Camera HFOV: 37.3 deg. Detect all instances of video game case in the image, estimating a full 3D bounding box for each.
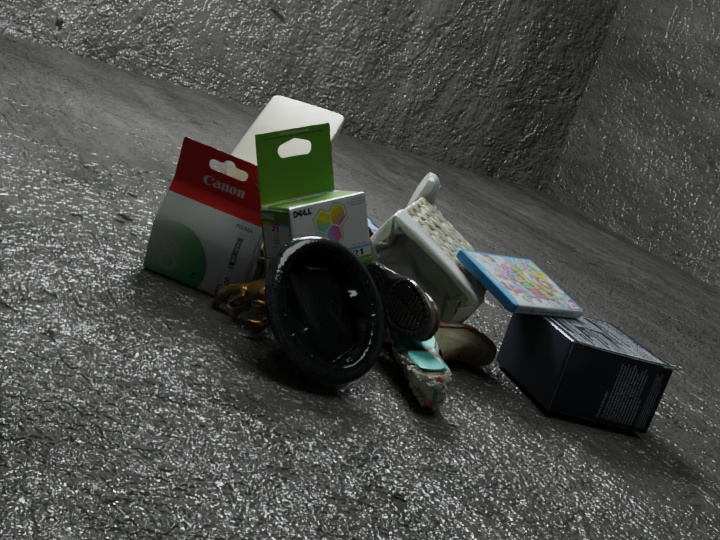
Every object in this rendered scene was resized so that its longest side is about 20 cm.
[{"bbox_3d":[0.258,0.022,1.717,0.198,0.018,0.143,7,33,-46],"label":"video game case"}]

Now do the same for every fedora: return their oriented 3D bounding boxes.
[{"bbox_3d":[-0.063,0.060,1.418,0.198,0.204,0.091,13,-27,-30],"label":"fedora"}]

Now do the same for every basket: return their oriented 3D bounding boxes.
[{"bbox_3d":[0.108,-0.004,1.744,0.200,0.136,0.123,46,35,0],"label":"basket"}]

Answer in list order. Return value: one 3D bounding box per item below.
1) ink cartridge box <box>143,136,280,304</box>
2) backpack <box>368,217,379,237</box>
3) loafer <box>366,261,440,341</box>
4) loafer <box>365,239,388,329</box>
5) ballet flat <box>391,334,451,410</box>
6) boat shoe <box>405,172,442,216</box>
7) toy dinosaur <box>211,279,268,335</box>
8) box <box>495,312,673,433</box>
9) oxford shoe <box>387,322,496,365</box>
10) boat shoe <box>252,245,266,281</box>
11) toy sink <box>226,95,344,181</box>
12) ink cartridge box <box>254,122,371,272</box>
[{"bbox_3d":[-0.218,-0.070,1.559,0.158,0.203,0.050,21,24,5],"label":"ink cartridge box"},{"bbox_3d":[-0.056,-0.054,1.878,0.180,0.137,0.199,9,17,-41],"label":"backpack"},{"bbox_3d":[0.069,0.046,1.572,0.070,0.074,0.200,27,11,-33],"label":"loafer"},{"bbox_3d":[0.000,0.000,1.684,0.069,0.204,0.070,-14,13,7],"label":"loafer"},{"bbox_3d":[0.082,0.137,1.504,0.074,0.065,0.200,1,15,-4],"label":"ballet flat"},{"bbox_3d":[0.107,-0.086,1.843,0.068,0.201,0.073,26,44,-1],"label":"boat shoe"},{"bbox_3d":[-0.122,0.032,1.491,0.196,0.061,0.107,-2,38,11],"label":"toy dinosaur"},{"bbox_3d":[0.354,0.151,1.720,0.195,0.125,0.200,16,12,-22],"label":"box"},{"bbox_3d":[0.129,0.123,1.666,0.197,0.071,0.076,17,40,-22],"label":"oxford shoe"},{"bbox_3d":[-0.139,-0.039,1.674,0.062,0.074,0.201,13,41,22],"label":"boat shoe"},{"bbox_3d":[-0.119,-0.167,1.695,0.128,0.113,0.201,18,42,7],"label":"toy sink"},{"bbox_3d":[-0.068,-0.101,1.528,0.146,0.204,0.075,-15,16,-39],"label":"ink cartridge box"}]
